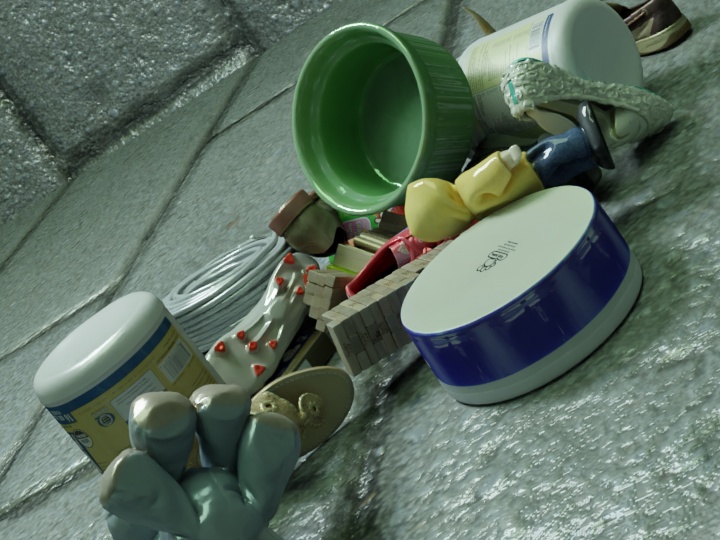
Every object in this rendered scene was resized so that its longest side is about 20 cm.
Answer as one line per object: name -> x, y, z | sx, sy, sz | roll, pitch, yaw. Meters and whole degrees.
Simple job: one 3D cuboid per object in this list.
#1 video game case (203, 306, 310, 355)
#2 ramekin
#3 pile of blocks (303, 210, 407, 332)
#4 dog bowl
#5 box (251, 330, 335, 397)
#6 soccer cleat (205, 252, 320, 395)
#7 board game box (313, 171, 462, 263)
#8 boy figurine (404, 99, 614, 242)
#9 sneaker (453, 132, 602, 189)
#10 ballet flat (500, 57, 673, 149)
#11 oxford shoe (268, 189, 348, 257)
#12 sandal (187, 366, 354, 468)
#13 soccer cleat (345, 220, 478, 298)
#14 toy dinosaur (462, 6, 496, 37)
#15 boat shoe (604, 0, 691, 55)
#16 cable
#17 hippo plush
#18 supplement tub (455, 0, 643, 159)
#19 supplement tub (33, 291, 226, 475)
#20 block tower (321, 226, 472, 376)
video game case -> -0.111, 0.058, 1.509 | 0.199, 0.018, 0.143 | -34, 11, -22
ramekin -> 0.028, -0.161, 1.405 | 0.097, 0.202, 0.199 | -6, -9, -46
pile of blocks -> 0.000, 0.000, 1.387 | 0.062, 0.083, 0.200 | 20, 38, 33
dog bowl -> 0.135, 0.018, 1.122 | 0.199, 0.079, 0.200 | -33, 18, 12
box -> -0.127, 0.129, 1.409 | 0.199, 0.032, 0.121 | -20, 25, 44
soccer cleat -> -0.102, 0.070, 1.370 | 0.201, 0.069, 0.078 | -56, -11, -22
board game box -> 0.028, -0.106, 1.508 | 0.040, 0.155, 0.199 | -6, -10, -46
boy figurine -> 0.136, -0.083, 1.220 | 0.199, 0.065, 0.124 | -23, -18, 16
sneaker -> 0.160, -0.081, 1.334 | 0.115, 0.076, 0.199 | -53, 27, -13
ballet flat -> 0.222, -0.150, 1.283 | 0.072, 0.198, 0.072 | -39, 46, 55
oxford shoe -> -0.050, -0.043, 1.453 | 0.071, 0.074, 0.200 | -48, -3, 9
sandal -> -0.091, 0.153, 1.162 | 0.210, 0.078, 0.070 | -20, 15, -14
soccer cleat -> 0.070, -0.025, 1.298 | 0.200, 0.073, 0.068 | -43, 60, 17
toy dinosaur -> 0.190, -0.239, 1.560 | 0.100, 0.200, 0.059 | -18, 53, 10
boat shoe -> 0.305, -0.293, 1.580 | 0.072, 0.072, 0.199 | -45, 20, -25
cable -> -0.151, 0.028, 1.518 | 0.199, 0.070, 0.200 | -31, 12, -5
hippo plush -> -0.127, 0.196, 1.089 | 0.159, 0.200, 0.161 | -46, -2, -30
supplement tub -> 0.194, -0.204, 1.448 | 0.199, 0.145, 0.145 | -16, 27, 47
supplement tub -> -0.195, 0.137, 1.239 | 0.144, 0.201, 0.145 | -32, 18, 12
block tower -> 0.057, 0.024, 1.233 | 0.199, 0.054, 0.058 | -30, 15, -17
